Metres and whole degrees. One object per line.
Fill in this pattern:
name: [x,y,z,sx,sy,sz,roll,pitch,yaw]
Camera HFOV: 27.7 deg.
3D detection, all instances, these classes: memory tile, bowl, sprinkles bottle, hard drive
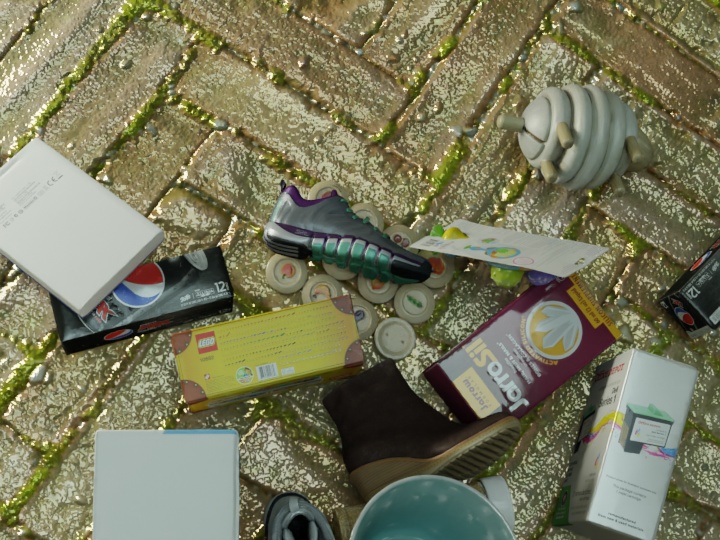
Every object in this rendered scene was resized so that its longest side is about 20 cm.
memory tile: [0.000,0.000,1.712,0.199,0.017,0.154,32,76,-1]
bowl: [0.064,0.326,1.533,0.199,0.105,0.203,9,63,-17]
sprinkles bottle: [0.071,0.281,1.637,0.198,0.068,0.069,-10,80,-10]
hard drive: [-0.335,-0.050,1.630,0.199,0.025,0.132,35,64,19]

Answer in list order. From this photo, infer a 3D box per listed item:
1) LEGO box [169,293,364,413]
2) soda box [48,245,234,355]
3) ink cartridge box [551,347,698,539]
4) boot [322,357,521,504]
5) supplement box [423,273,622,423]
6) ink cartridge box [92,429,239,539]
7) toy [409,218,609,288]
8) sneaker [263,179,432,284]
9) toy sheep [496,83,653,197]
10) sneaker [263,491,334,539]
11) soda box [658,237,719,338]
LEGO box: [-0.101,0.093,1.603,0.198,0.149,0.078,-12,82,-6]
soda box: [-0.244,0.034,1.642,0.198,0.071,0.064,-15,76,-11]
ink cartridge box: [0.297,0.201,1.646,0.083,0.145,0.202,19,76,-4]
boot: [0.063,0.161,1.614,0.199,0.072,0.167,-30,57,9]
supplement box: [0.186,0.096,1.683,0.199,0.086,0.111,-37,86,-13]
ink cartridge box: [-0.205,0.247,1.537,0.145,0.200,0.148,1,80,-8]
toy: [0.168,-0.011,1.660,0.198,0.115,0.048,16,116,31]
sneaker: [-0.008,-0.047,1.677,0.198,0.074,0.088,15,72,-4]
toy sheep: [0.255,-0.156,1.722,0.198,0.138,0.139,14,76,-18]
sneaker: [-0.063,0.338,1.582,0.074,0.115,0.202,-8,80,-9]
soda box: [0.450,-0.012,1.741,0.200,0.071,0.063,-43,88,-15]
